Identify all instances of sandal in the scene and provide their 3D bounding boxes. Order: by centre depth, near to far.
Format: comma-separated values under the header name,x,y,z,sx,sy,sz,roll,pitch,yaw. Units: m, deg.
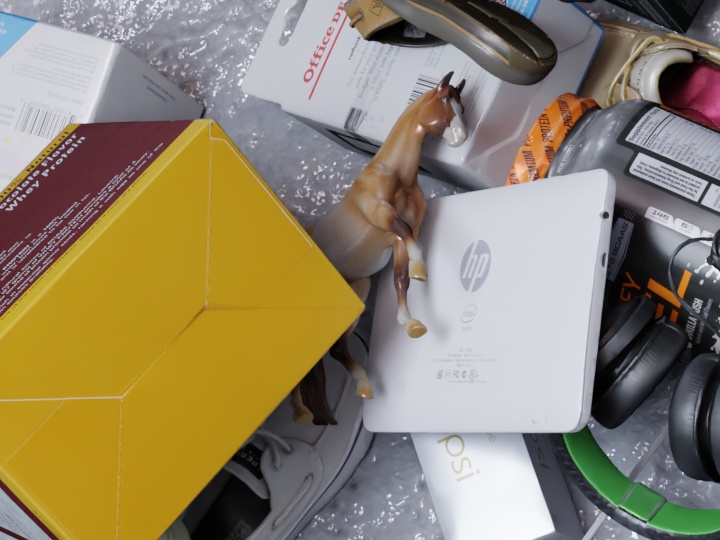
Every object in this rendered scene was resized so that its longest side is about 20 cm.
name,x,y,z,sx,sy,sz,roll,pitch,yaw
sandal,0.031,-0.142,1.128,0.200,0.081,0.055,40,118,38

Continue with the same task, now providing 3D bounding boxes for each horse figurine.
name,x,y,z,sx,sy,sz,roll,pitch,yaw
horse figurine,0.000,0.000,1.116,0.200,0.050,0.133,-54,32,41

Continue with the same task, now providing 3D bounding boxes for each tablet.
name,x,y,z,sx,sy,sz,roll,pitch,yaw
tablet,0.062,0.020,1.069,0.200,0.014,0.131,-7,73,58

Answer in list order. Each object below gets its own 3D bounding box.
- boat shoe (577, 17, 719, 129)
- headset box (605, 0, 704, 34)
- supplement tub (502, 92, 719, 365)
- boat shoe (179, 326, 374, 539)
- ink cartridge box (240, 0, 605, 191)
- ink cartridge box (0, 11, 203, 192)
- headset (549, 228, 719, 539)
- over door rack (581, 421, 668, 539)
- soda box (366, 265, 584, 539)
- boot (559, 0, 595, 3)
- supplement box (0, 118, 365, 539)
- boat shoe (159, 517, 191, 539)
name,x,y,z,sx,sy,sz,roll,pitch,yaw
boat shoe,0.177,-0.103,1.162,0.199,0.069,0.074,22,86,24
headset box,0.138,-0.262,1.192,0.199,0.093,0.175,31,89,33
supplement tub,0.180,-0.013,1.089,0.199,0.123,0.123,25,86,21
boat shoe,-0.058,0.116,1.198,0.072,0.066,0.200,38,92,24
ink cartridge box,0.032,-0.122,1.204,0.199,0.068,0.117,22,85,45
ink cartridge box,-0.206,-0.042,1.261,0.128,0.125,0.201,17,84,24
headset,0.164,0.051,1.021,0.123,0.201,0.094,28,49,19
over door rack,0.195,0.158,1.100,0.147,0.067,0.200,29,75,24
soda box,0.061,0.070,1.163,0.063,0.068,0.201,-24,69,15
boot,0.069,-0.234,1.115,0.157,0.080,0.212,-1,61,22
supplement box,-0.143,0.034,1.087,0.197,0.133,0.200,-48,23,-19
boat shoe,-0.171,0.127,1.208,0.200,0.066,0.074,31,91,48
